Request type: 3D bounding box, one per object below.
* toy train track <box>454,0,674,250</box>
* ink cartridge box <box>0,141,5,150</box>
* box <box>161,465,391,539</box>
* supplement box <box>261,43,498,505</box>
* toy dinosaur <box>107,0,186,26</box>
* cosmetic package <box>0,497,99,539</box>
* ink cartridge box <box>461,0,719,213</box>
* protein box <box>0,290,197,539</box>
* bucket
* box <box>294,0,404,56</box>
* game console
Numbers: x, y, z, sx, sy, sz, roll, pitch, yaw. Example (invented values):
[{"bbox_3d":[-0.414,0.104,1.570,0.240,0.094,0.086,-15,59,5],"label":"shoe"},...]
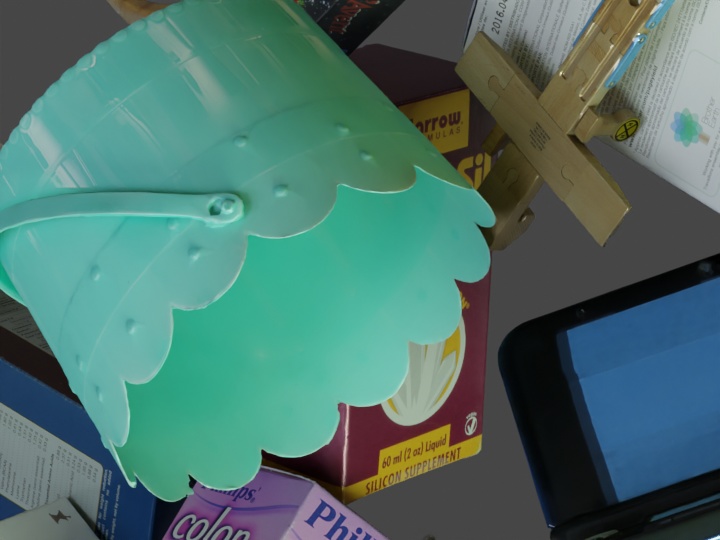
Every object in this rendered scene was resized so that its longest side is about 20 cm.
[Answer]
[{"bbox_3d":[0.108,-0.089,1.203,0.115,0.033,0.200,53,126,29],"label":"toy train track"},{"bbox_3d":[-0.259,-0.042,1.607,0.200,0.117,0.067,38,126,31],"label":"ink cartridge box"},{"bbox_3d":[-0.037,0.222,1.354,0.176,0.200,0.097,40,161,-31],"label":"box"},{"bbox_3d":[0.000,0.000,1.377,0.086,0.110,0.200,18,113,38],"label":"supplement box"},{"bbox_3d":[-0.079,-0.125,1.468,0.200,0.060,0.106,1,79,38],"label":"toy dinosaur"},{"bbox_3d":[-0.180,0.228,1.446,0.113,0.081,0.200,45,129,25],"label":"cosmetic package"},{"bbox_3d":[0.130,-0.130,1.240,0.200,0.076,0.137,33,122,31],"label":"ink cartridge box"},{"bbox_3d":[-0.141,0.127,1.530,0.200,0.135,0.199,27,120,35],"label":"protein box"},{"bbox_3d":[-0.058,-0.013,1.221,0.135,0.207,0.207,52,131,25],"label":"bucket"},{"bbox_3d":[0.006,-0.199,1.282,0.200,0.038,0.137,-42,56,45],"label":"box"},{"bbox_3d":[0.157,0.045,1.141,0.200,0.171,0.118,-20,84,6],"label":"game console"}]
